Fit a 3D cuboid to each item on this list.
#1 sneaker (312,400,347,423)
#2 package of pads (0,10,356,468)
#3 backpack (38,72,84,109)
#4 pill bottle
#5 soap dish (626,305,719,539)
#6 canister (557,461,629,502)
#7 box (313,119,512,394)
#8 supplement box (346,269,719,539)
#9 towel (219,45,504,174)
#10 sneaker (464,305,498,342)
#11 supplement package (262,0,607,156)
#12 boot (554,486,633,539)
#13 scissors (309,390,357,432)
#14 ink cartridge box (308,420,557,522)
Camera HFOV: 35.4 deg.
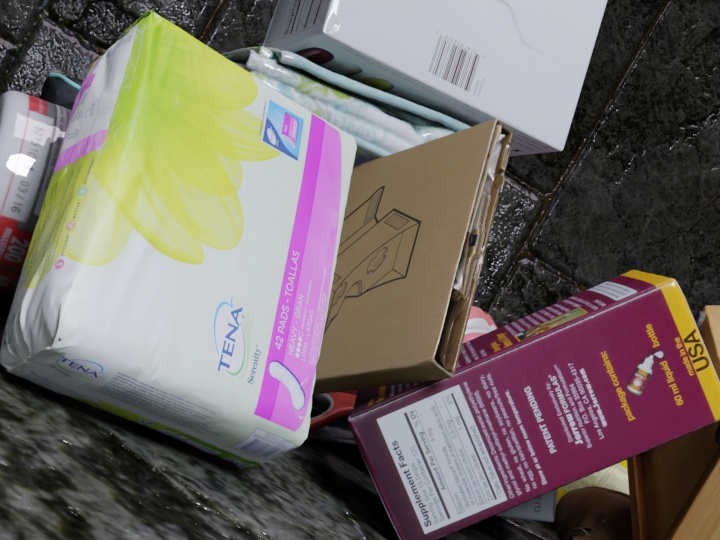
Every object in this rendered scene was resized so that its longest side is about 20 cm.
[{"bbox_3d":[0.013,0.091,0.876,0.200,0.076,0.115,10,15,-38],"label":"sneaker"},{"bbox_3d":[-0.088,-0.017,0.587,0.154,0.201,0.068,28,-34,-33],"label":"package of pads"},{"bbox_3d":[-0.161,-0.053,0.862,0.175,0.154,0.200,24,8,2],"label":"backpack"},{"bbox_3d":[-0.134,-0.022,0.682,0.199,0.114,0.114,19,7,-25],"label":"pill bottle"},{"bbox_3d":[0.232,0.122,0.716,0.081,0.158,0.200,22,25,0],"label":"soap dish"},{"bbox_3d":[0.179,0.180,1.055,0.200,0.087,0.148,33,3,24],"label":"canister"},{"bbox_3d":[0.000,0.000,0.709,0.021,0.164,0.200,34,-30,-33],"label":"box"},{"bbox_3d":[0.100,0.079,0.675,0.110,0.199,0.086,-49,115,-87],"label":"supplement box"},{"bbox_3d":[-0.018,-0.104,0.815,0.199,0.048,0.171,22,-4,-25],"label":"towel"},{"bbox_3d":[0.121,0.102,0.913,0.200,0.074,0.087,27,32,-45],"label":"sneaker"},{"bbox_3d":[0.057,-0.187,0.797,0.199,0.156,0.111,21,-7,-26],"label":"supplement package"},{"bbox_3d":[0.169,0.196,0.799,0.075,0.074,0.200,23,7,-13],"label":"boot"},{"bbox_3d":[0.026,0.088,0.785,0.199,0.014,0.073,7,44,-11],"label":"scissors"},{"bbox_3d":[0.054,0.141,0.862,0.173,0.044,0.200,5,1,4],"label":"ink cartridge box"}]
